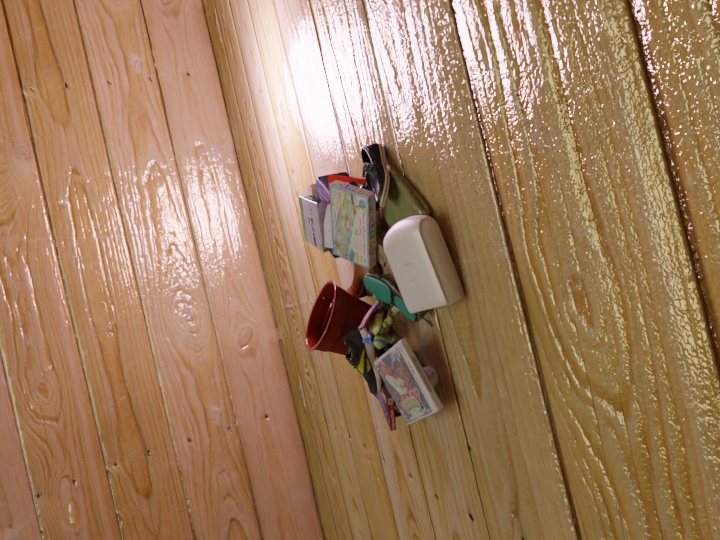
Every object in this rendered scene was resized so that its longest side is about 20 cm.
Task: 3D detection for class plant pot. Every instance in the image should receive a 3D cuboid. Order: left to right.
[{"bbox_3d":[-0.033,0.160,1.647,0.202,0.190,0.205,-53,25,38],"label":"plant pot"}]

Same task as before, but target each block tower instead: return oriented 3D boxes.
[{"bbox_3d":[0.083,-0.037,1.471,0.200,0.052,0.060,-131,34,-53],"label":"block tower"}]

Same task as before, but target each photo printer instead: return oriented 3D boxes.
[{"bbox_3d":[0.131,-0.017,1.261,0.165,0.068,0.206,-19,93,59],"label":"photo printer"}]

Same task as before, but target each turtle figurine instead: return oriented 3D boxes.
[{"bbox_3d":[0.095,0.121,1.511,0.145,0.193,0.199,65,-163,-52],"label":"turtle figurine"}]

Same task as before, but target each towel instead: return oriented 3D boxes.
[{"bbox_3d":[0.108,-0.138,1.364,0.202,0.035,0.152,-121,27,-45],"label":"towel"}]

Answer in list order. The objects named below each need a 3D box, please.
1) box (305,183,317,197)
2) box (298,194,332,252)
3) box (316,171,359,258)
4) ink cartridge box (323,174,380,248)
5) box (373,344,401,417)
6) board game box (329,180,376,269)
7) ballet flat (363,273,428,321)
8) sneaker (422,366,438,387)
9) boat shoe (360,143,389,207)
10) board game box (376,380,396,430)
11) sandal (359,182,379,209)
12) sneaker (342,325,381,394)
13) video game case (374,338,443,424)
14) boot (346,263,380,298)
[{"bbox_3d":[-0.110,-0.181,1.865,0.077,0.092,0.207,168,87,-70],"label":"box"},{"bbox_3d":[-0.140,-0.149,1.747,0.199,0.035,0.149,-150,50,-63],"label":"box"},{"bbox_3d":[-0.061,-0.167,1.716,0.149,0.101,0.205,-128,32,-49],"label":"box"},{"bbox_3d":[-0.024,-0.150,1.565,0.155,0.047,0.206,11,122,19],"label":"ink cartridge box"},{"bbox_3d":[0.076,0.314,1.721,0.158,0.045,0.207,-146,46,-63],"label":"box"},{"bbox_3d":[-0.019,-0.119,1.492,0.132,0.034,0.206,23,128,35],"label":"board game box"},{"bbox_3d":[0.096,0.057,1.430,0.198,0.074,0.070,33,139,36],"label":"ballet flat"},{"bbox_3d":[0.161,0.308,1.478,0.082,0.074,0.200,46,154,-3],"label":"sneaker"},{"bbox_3d":[0.035,-0.234,1.396,0.076,0.060,0.205,104,163,-51],"label":"boat shoe"},{"bbox_3d":[0.066,0.350,1.613,0.200,0.019,0.107,-121,24,-70],"label":"board game box"},{"bbox_3d":[0.001,-0.181,1.488,0.197,0.048,0.077,-23,94,36],"label":"sandal"},{"bbox_3d":[0.003,0.248,1.563,0.075,0.082,0.207,-124,19,-75],"label":"sneaker"},{"bbox_3d":[0.113,0.281,1.420,0.186,0.022,0.200,61,154,12],"label":"video game case"},{"bbox_3d":[0.000,0.000,1.705,0.198,0.072,0.160,-16,89,59],"label":"boot"}]
